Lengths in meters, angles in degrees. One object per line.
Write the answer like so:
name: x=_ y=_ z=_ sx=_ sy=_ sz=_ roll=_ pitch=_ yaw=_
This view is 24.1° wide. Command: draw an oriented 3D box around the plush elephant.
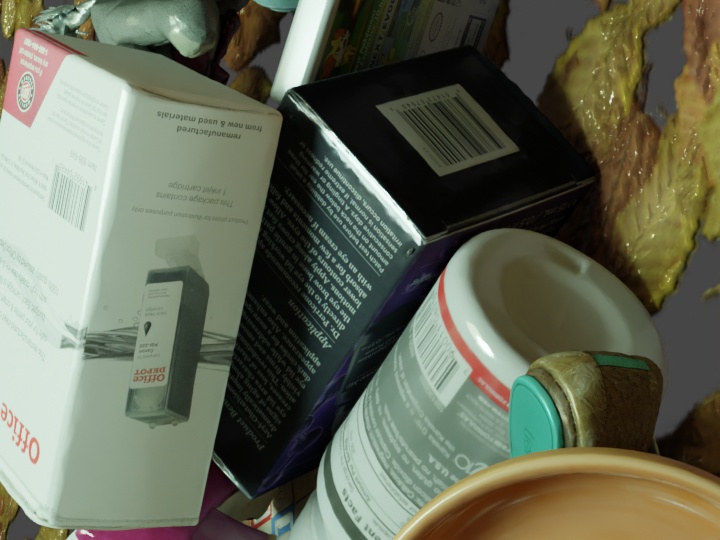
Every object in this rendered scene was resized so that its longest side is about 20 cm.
plush elephant: x=-0.126 y=-0.128 z=1.187 sx=0.198 sy=0.156 sz=0.165 roll=-9 pitch=25 yaw=28

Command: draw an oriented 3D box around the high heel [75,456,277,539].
high heel: x=-0.089 y=0.109 z=0.906 sx=0.200 sy=0.095 sz=0.068 roll=-79 pitch=13 yaw=-62

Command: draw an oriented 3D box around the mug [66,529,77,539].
mug: x=-0.122 y=0.219 z=0.923 sx=0.187 sy=0.149 sz=0.153 roll=-56 pitch=26 yaw=15

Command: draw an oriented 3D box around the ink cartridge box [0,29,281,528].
ink cartridge box: x=-0.121 y=0.002 z=0.799 sx=0.145 sy=0.084 sz=0.202 roll=30 pitch=110 yaw=55

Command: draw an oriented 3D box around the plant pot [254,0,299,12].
plant pot: x=-0.019 y=-0.261 z=0.980 sx=0.196 sy=0.194 sz=0.202 roll=-140 pitch=48 yaw=-58

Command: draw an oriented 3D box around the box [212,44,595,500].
box: x=0.000 y=0.000 z=0.859 sx=0.104 sy=0.147 sz=0.201 roll=48 pitch=130 yaw=19

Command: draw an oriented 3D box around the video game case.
video game case: x=0.035 y=-0.174 z=0.862 sx=0.022 sy=0.182 sz=0.202 roll=24 pitch=102 yaw=25

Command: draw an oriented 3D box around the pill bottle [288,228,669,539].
pill bottle: x=0.049 y=0.088 z=0.800 sx=0.201 sy=0.113 sz=0.115 roll=-58 pitch=34 yaw=36

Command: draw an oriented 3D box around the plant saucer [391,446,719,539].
plant saucer: x=0.092 y=0.159 z=0.645 sx=0.037 sy=0.198 sz=0.202 roll=-55 pitch=-13 yaw=-70

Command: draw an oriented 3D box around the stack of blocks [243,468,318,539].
stack of blocks: x=-0.022 y=0.211 z=0.949 sx=0.115 sy=0.058 sz=0.202 roll=-40 pitch=47 yaw=51

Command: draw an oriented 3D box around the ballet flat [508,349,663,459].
ballet flat: x=0.091 y=0.109 z=0.714 sx=0.068 sy=0.072 sz=0.201 roll=-125 pitch=30 yaw=-44
